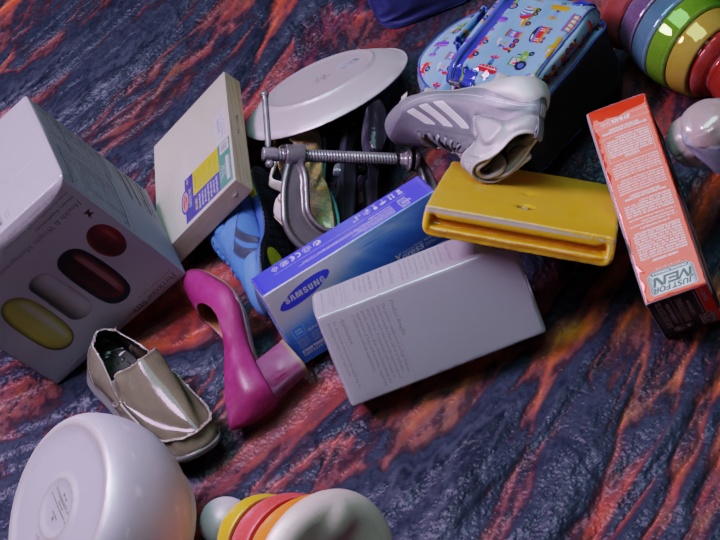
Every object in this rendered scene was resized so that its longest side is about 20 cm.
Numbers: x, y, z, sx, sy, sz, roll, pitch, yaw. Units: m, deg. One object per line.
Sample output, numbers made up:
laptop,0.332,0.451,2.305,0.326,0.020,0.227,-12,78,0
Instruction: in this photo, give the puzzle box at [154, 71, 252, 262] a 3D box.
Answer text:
puzzle box,-0.175,-0.112,1.740,0.133,0.025,0.201,-42,35,26

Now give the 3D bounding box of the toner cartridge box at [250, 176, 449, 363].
toner cartridge box,0.000,0.000,1.577,0.199,0.095,0.043,-32,32,-6

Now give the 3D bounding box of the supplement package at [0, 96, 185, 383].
supplement package,-0.326,-0.027,1.633,0.191,0.200,0.147,-40,47,9

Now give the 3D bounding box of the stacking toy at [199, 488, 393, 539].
stacking toy,-0.078,0.246,1.407,0.146,0.146,0.200,-49,32,-21

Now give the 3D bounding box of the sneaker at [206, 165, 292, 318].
sneaker,-0.117,-0.019,1.673,0.078,0.066,0.201,-30,46,19

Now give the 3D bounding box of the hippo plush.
hippo plush,0.362,-0.064,1.458,0.158,0.200,0.162,1,77,5

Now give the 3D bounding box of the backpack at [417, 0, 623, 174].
backpack,0.149,-0.210,1.677,0.199,0.135,0.183,25,63,39

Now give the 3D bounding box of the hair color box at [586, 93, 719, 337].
hair color box,0.272,-0.050,1.472,0.061,0.102,0.201,-19,65,14

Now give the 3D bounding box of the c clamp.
c clamp,-0.008,-0.093,1.624,0.199,0.027,0.172,7,72,-14

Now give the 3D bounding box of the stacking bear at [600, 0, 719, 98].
stacking bear,0.352,-0.228,1.633,0.114,0.122,0.200,-36,55,-15

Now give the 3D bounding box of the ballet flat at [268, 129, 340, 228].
ballet flat,-0.064,-0.080,1.689,0.070,0.071,0.201,-17,44,7

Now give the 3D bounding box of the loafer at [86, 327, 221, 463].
loafer,-0.213,0.121,1.571,0.075,0.070,0.200,-34,45,-28

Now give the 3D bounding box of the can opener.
can opener,-0.001,-0.084,1.679,0.063,0.079,0.201,0,60,11

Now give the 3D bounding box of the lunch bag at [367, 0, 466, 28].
lunch bag,0.050,-0.393,1.872,0.135,0.133,0.201,-22,46,3

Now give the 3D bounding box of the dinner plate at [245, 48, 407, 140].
dinner plate,-0.042,-0.204,1.770,0.199,0.024,0.200,-21,24,9

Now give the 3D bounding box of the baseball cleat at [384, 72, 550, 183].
baseball cleat,0.095,-0.132,1.554,0.199,0.070,0.107,-15,57,45

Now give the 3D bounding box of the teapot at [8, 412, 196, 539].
teapot,-0.214,0.231,1.442,0.197,0.146,0.201,-20,57,45

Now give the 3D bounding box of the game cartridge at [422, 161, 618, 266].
game cartridge,0.158,-0.058,1.514,0.175,0.033,0.200,11,17,8

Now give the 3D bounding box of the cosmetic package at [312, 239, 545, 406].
cosmetic package,0.063,0.040,1.508,0.199,0.102,0.074,-21,20,2

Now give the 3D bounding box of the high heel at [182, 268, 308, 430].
high heel,-0.145,0.074,1.594,0.096,0.068,0.200,-38,48,-15
